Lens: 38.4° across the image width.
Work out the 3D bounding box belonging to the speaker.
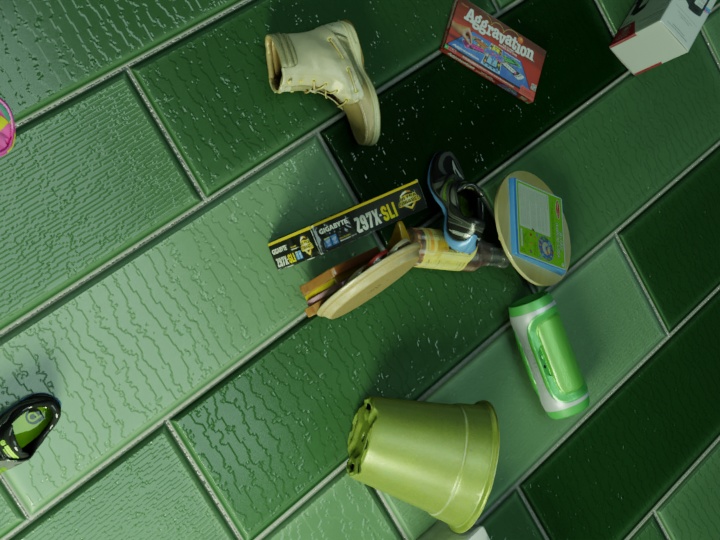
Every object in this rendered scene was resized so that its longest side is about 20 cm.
[{"bbox_3d":[0.317,0.142,1.738,0.088,0.088,0.203,-24,95,-28],"label":"speaker"}]

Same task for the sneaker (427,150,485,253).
[{"bbox_3d":[0.162,-0.119,1.649,0.070,0.083,0.202,13,43,-25],"label":"sneaker"}]

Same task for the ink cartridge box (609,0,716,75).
[{"bbox_3d":[0.572,-0.480,1.920,0.083,0.145,0.201,39,67,-16],"label":"ink cartridge box"}]

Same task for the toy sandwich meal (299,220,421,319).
[{"bbox_3d":[0.000,0.000,1.522,0.204,0.205,0.071,-30,81,-28],"label":"toy sandwich meal"}]

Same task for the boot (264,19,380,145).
[{"bbox_3d":[-0.058,-0.279,1.591,0.153,0.073,0.203,-16,90,-30],"label":"boot"}]

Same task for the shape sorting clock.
[{"bbox_3d":[0.293,-0.071,1.759,0.198,0.039,0.204,16,64,-35],"label":"shape sorting clock"}]

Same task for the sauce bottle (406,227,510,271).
[{"bbox_3d":[0.157,-0.032,1.684,0.197,0.066,0.067,3,82,-32],"label":"sauce bottle"}]

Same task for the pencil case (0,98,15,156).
[{"bbox_3d":[-0.498,-0.168,1.265,0.087,0.198,0.090,5,83,-42],"label":"pencil case"}]

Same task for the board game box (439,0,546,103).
[{"bbox_3d":[0.233,-0.382,1.795,0.198,0.019,0.105,25,71,-24],"label":"board game box"}]

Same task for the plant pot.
[{"bbox_3d":[0.083,0.272,1.551,0.187,0.200,0.204,15,76,-13],"label":"plant pot"}]

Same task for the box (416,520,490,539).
[{"bbox_3d":[0.132,0.519,1.562,0.199,0.130,0.201,-35,100,-28],"label":"box"}]

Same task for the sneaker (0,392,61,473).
[{"bbox_3d":[-0.461,0.224,1.302,0.199,0.082,0.071,-40,102,-26],"label":"sneaker"}]

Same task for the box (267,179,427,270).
[{"bbox_3d":[-0.020,-0.067,1.537,0.198,0.159,0.050,-25,95,-28],"label":"box"}]
